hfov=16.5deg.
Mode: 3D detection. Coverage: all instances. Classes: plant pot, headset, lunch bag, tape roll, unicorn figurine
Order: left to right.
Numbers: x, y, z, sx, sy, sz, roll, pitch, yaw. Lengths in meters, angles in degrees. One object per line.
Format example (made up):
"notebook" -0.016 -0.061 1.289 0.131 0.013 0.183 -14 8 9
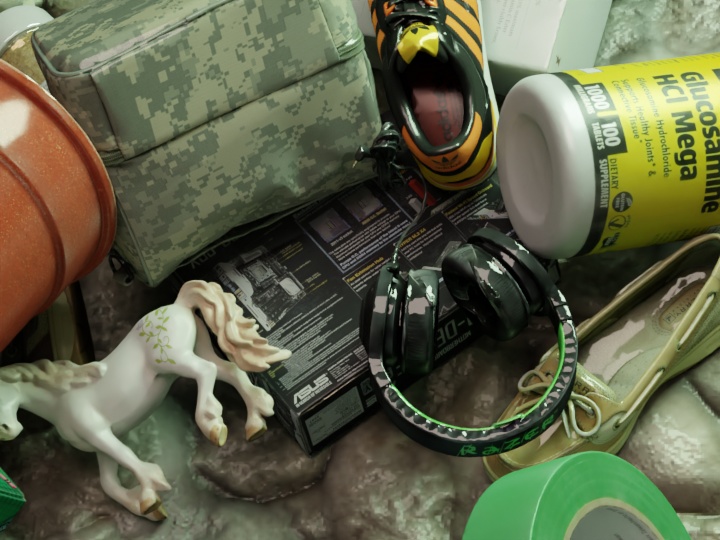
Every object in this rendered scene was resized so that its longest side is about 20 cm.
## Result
"plant pot" -0.274 0.000 1.433 0.200 0.201 0.195 13 47 20
"unicorn figurine" -0.147 0.081 1.506 0.200 0.074 0.137 -36 73 -7
"lunch bag" -0.088 -0.098 1.523 0.200 0.168 0.139 -25 21 -9
"headset" 0.052 0.011 1.461 0.123 0.094 0.200 -20 62 -8
"tape roll" 0.126 0.197 1.310 0.048 0.200 0.201 -19 48 33

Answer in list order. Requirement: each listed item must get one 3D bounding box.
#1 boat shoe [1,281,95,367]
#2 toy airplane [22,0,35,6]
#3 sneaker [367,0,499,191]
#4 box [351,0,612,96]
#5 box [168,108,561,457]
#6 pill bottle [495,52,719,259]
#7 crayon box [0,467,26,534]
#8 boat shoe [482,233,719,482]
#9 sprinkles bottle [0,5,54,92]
"boat shoe" -0.218 -0.005 1.601 0.065 0.073 0.200 -14 54 -4
"toy airplane" -0.308 -0.185 1.703 0.200 0.141 0.199 -14 24 30
"sneaker" 0.040 -0.151 1.526 0.070 0.090 0.200 -15 81 8
"box" 0.059 -0.194 1.634 0.200 0.097 0.125 14 83 21
"box" 0.000 0.000 1.565 0.200 0.050 0.158 -35 56 -13
"pill bottle" 0.193 -0.074 1.514 0.200 0.113 0.113 -9 52 -19
"crayon box" -0.308 0.118 1.516 0.119 0.058 0.200 -51 58 8
"boat shoe" 0.150 0.055 1.486 0.201 0.063 0.073 -37 56 -14
"sprinkles bottle" -0.184 -0.098 1.660 0.068 0.068 0.200 -36 56 -13
